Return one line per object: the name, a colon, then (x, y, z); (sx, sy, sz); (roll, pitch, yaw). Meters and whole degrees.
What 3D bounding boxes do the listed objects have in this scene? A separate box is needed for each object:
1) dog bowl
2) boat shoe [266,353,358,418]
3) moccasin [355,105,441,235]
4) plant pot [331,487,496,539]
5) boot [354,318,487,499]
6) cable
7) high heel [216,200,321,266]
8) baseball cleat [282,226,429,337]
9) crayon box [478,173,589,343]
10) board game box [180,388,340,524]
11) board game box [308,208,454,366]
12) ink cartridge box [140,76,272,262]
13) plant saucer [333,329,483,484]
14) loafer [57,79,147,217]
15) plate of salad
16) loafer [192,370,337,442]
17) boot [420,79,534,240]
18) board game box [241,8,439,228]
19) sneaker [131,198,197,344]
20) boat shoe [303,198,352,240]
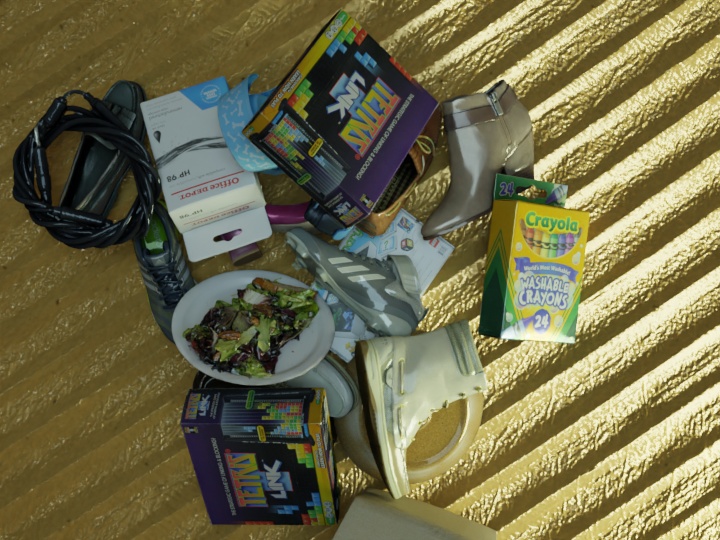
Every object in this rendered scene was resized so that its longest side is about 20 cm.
dog bowl: (-0.115, -0.170, 1.296); (0.049, 0.200, 0.113); (-18, 87, 15)
boat shoe: (-0.095, 0.120, 1.325); (0.199, 0.068, 0.075); (34, 119, 16)
moccasin: (0.049, -0.141, 1.337); (0.073, 0.078, 0.202); (34, 66, 0)
plant pot: (0.043, 0.372, 1.296); (0.176, 0.200, 0.202); (29, 88, 9)
boot: (0.082, 0.169, 1.300); (0.152, 0.072, 0.203); (-12, 100, -12)
cable: (-0.332, -0.109, 1.290); (0.163, 0.051, 0.200); (-44, 82, 0)
high heel: (-0.094, -0.085, 1.364); (0.198, 0.067, 0.097); (-26, 74, -1)
baseball cleat: (0.000, 0.000, 1.329); (0.200, 0.070, 0.107); (45, 76, -7)
crayon box: (0.220, -0.014, 1.339); (0.124, 0.051, 0.203); (5, 91, -32)
board game box: (-0.114, 0.226, 1.279); (0.163, 0.057, 0.202); (-2, 132, 5)
board game box: (0.014, 0.016, 1.371); (0.126, 0.035, 0.201); (35, 88, -1)
ink cartridge box: (-0.190, -0.126, 1.319); (0.114, 0.067, 0.202); (-18, 69, -2)
plant saucer: (0.065, 0.177, 1.351); (0.197, 0.035, 0.204); (-1, 96, -10)
loafer: (-0.325, -0.147, 1.344); (0.071, 0.063, 0.203); (19, 89, 17)
plate of salad: (-0.128, 0.058, 1.285); (0.197, 0.201, 0.048); (7, 131, -2)
loafer: (-0.118, 0.171, 1.346); (0.198, 0.071, 0.074); (22, 88, -1)
boot: (0.136, -0.145, 1.348); (0.199, 0.070, 0.148); (-30, 106, -22)
board game box: (-0.018, -0.176, 1.228); (0.165, 0.057, 0.201); (40, 55, -13)
sneaker: (-0.248, 0.002, 1.341); (0.073, 0.081, 0.202); (-21, 90, -2)
boat shoe: (-0.026, -0.137, 1.312); (0.068, 0.084, 0.202); (21, 49, -17)
